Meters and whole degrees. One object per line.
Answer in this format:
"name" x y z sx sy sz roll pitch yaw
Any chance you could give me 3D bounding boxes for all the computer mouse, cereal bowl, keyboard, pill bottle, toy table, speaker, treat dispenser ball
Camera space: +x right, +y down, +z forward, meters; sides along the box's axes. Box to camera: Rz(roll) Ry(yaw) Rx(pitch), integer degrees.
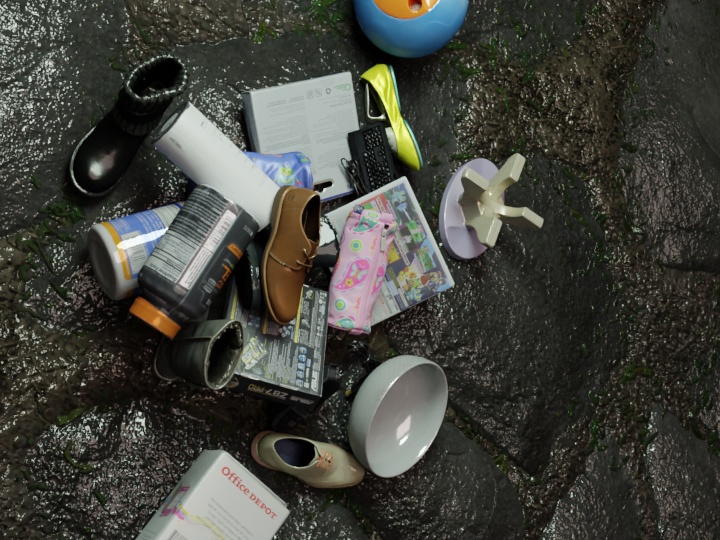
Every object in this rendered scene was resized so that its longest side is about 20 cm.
"computer mouse" -0.058 0.183 1.437 0.200 0.140 0.046 -42 62 3
"cereal bowl" 0.049 0.226 1.462 0.199 0.083 0.202 -26 126 -41
"keyboard" 0.030 -0.143 1.534 0.104 0.039 0.202 -25 109 -30
"pill bottle" -0.231 -0.008 1.226 0.106 0.106 0.201 36 78 -20
"toy table" 0.228 -0.121 1.630 0.182 0.117 0.202 19 74 -26
"pill bottle" -0.284 -0.037 1.317 0.199 0.112 0.113 -20 92 -32
"speaker" -0.200 -0.145 1.299 0.200 0.081 0.082 43 63 -24
"treat dispenser ball" 0.087 -0.470 1.556 0.199 0.200 0.203 6 79 -29

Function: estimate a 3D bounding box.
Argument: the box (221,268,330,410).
"box" -0.131 0.098 1.358 0.160 0.049 0.201 18 47 -17

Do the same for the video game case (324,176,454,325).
"video game case" 0.035 -0.027 1.506 0.181 0.023 0.201 -25 95 0

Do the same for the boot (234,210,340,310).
"boot" -0.109 -0.022 1.386 0.166 0.077 0.201 3 44 -21

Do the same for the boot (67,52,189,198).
"boot" -0.334 -0.209 1.288 0.079 0.157 0.212 35 66 -19

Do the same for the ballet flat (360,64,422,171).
"ballet flat" 0.049 -0.262 1.586 0.066 0.067 0.202 -17 88 -10

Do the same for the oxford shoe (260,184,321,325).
"oxford shoe" -0.094 -0.019 1.288 0.071 0.071 0.202 0 97 -52

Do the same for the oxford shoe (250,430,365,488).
"oxford shoe" -0.070 0.300 1.406 0.198 0.074 0.072 18 73 -27

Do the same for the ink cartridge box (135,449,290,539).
"ink cartridge box" -0.220 0.380 1.299 0.145 0.084 0.200 46 64 -16

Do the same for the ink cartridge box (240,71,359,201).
"ink cartridge box" -0.088 -0.212 1.493 0.198 0.040 0.202 -18 106 -31

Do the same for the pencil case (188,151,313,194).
"pencil case" -0.170 -0.147 1.393 0.198 0.078 0.088 2 94 -13

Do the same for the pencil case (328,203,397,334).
"pencil case" 0.000 0.000 1.452 0.087 0.087 0.202 13 95 -28

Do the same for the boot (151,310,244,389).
"boot" -0.224 0.080 1.279 0.072 0.200 0.184 17 74 -25
